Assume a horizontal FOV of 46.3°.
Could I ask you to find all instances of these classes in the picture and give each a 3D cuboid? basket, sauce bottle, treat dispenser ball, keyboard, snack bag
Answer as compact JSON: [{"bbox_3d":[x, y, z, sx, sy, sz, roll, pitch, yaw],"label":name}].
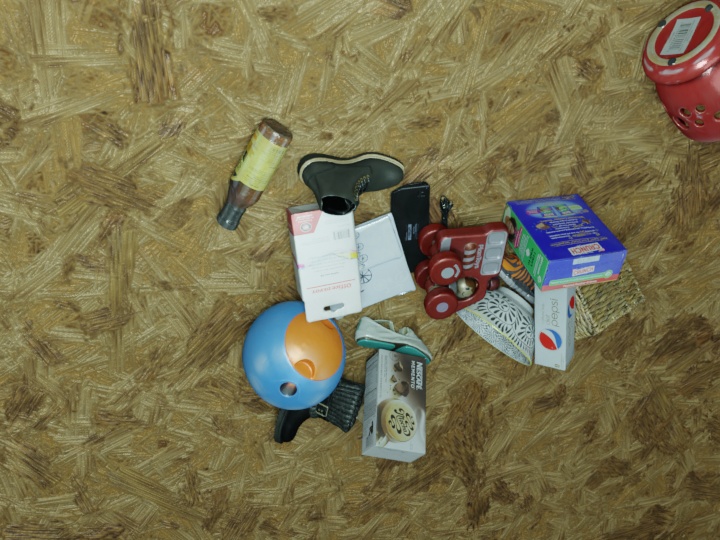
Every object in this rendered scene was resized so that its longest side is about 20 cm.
[{"bbox_3d":[0.469,0.053,1.774,0.198,0.145,0.148,-25,177,-37],"label":"basket"},{"bbox_3d":[-0.186,-0.159,1.431,0.065,0.066,0.202,20,114,-31],"label":"sauce bottle"},{"bbox_3d":[-0.126,0.161,1.599,0.196,0.202,0.204,-10,128,-13],"label":"treat dispenser ball"},{"bbox_3d":[0.117,-0.081,1.628,0.124,0.021,0.203,-7,128,-8],"label":"keyboard"},{"bbox_3d":[0.000,0.000,1.634,0.185,0.022,0.202,-21,128,0],"label":"snack bag"}]

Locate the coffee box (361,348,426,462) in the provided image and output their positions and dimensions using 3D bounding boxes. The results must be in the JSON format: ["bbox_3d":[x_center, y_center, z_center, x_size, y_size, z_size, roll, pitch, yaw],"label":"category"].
[{"bbox_3d":[0.070,0.274,1.713,0.111,0.204,0.080,13,152,-18],"label":"coffee box"}]

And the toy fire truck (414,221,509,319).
[{"bbox_3d":[0.196,0.000,1.623,0.164,0.113,0.203,-4,129,-9],"label":"toy fire truck"}]

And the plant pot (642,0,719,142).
[{"bbox_3d":[0.616,-0.360,1.491,0.200,0.202,0.182,-43,125,14],"label":"plant pot"}]

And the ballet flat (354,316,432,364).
[{"bbox_3d":[0.074,0.140,1.746,0.197,0.070,0.070,20,116,-32],"label":"ballet flat"}]

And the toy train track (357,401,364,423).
[{"bbox_3d":[0.020,0.348,1.897,0.114,0.033,0.200,-36,130,8],"label":"toy train track"}]

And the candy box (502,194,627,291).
[{"bbox_3d":[0.387,-0.058,1.626,0.165,0.201,0.078,-6,128,-15],"label":"candy box"}]

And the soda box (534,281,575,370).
[{"bbox_3d":[0.385,0.092,1.669,0.064,0.067,0.204,-41,133,-49],"label":"soda box"}]

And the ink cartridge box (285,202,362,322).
[{"bbox_3d":[-0.065,-0.019,1.537,0.114,0.068,0.205,-10,106,-12],"label":"ink cartridge box"}]

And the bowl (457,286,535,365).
[{"bbox_3d":[0.295,0.097,1.736,0.095,0.200,0.200,-52,128,-7],"label":"bowl"}]

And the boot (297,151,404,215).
[{"bbox_3d":[-0.001,-0.139,1.465,0.195,0.139,0.079,-5,127,-18],"label":"boot"}]

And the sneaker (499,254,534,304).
[{"bbox_3d":[0.337,-0.018,1.728,0.112,0.078,0.199,-47,135,10],"label":"sneaker"}]

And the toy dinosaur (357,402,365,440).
[{"bbox_3d":[0.047,0.284,1.788,0.199,0.084,0.139,-35,130,-53],"label":"toy dinosaur"}]

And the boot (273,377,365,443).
[{"bbox_3d":[-0.088,0.299,1.747,0.155,0.080,0.214,23,119,4],"label":"boot"}]
